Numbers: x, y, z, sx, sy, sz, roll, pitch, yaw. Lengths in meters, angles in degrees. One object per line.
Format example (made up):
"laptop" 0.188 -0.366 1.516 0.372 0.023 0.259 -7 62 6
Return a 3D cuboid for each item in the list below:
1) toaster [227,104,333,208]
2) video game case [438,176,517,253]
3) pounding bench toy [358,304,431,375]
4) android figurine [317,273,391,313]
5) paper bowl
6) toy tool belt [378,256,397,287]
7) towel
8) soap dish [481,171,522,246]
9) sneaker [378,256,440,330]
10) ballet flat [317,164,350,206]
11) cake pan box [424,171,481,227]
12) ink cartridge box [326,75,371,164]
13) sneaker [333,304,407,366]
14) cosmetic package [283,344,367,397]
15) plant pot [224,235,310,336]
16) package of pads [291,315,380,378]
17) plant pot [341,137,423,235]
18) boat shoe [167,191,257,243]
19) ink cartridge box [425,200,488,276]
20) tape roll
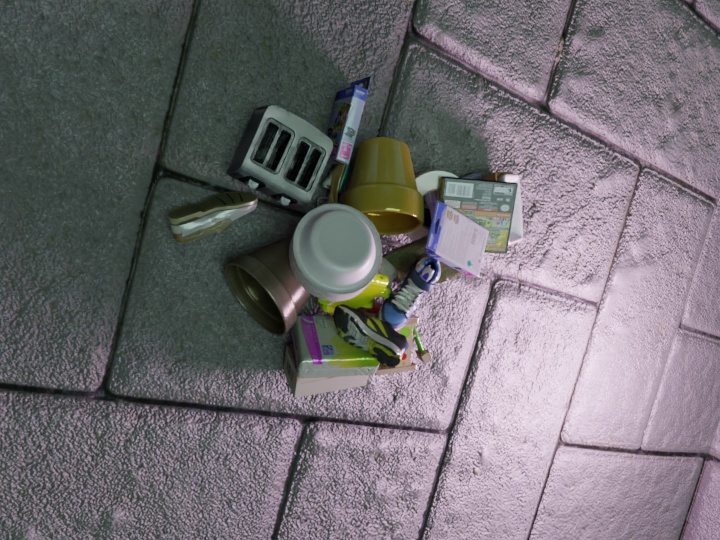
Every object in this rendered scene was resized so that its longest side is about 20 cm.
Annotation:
"toaster" -0.172 -0.257 1.149 0.179 0.118 0.203 25 89 -29
"video game case" 0.293 -0.140 1.321 0.195 0.026 0.185 3 105 -6
"pounding bench toy" 0.102 0.171 1.367 0.196 0.124 0.160 -2 101 -26
"android figurine" -0.022 0.051 1.219 0.198 0.181 0.042 16 51 -45
"paper bowl" -0.048 -0.045 1.092 0.196 0.104 0.205 6 71 -17
"toy tool belt" 0.000 0.000 1.279 0.124 0.124 0.200 -52 137 -1
"towel" 0.166 -0.021 1.341 0.149 0.198 0.037 49 38 -27
"soap dish" 0.389 -0.168 1.424 0.156 0.080 0.205 -15 102 -56
"sneaker" 0.125 0.045 1.253 0.080 0.147 0.200 38 54 8
"ballet flat" -0.071 -0.184 1.247 0.062 0.069 0.204 11 93 3
"cake pan box" 0.257 -0.156 1.420 0.197 0.052 0.188 -21 107 -21
"ink cartridge box" -0.037 -0.350 1.195 0.041 0.119 0.204 15 94 -25
"sneaker" 0.023 0.145 1.210 0.084 0.199 0.075 -37 160 -51
"cosmetic package" -0.084 0.239 1.292 0.196 0.104 0.089 -4 123 -27
"plant pot" -0.182 0.015 1.176 0.173 0.198 0.202 -44 117 -30
"package of pads" -0.064 0.179 1.242 0.196 0.156 0.069 2 127 -18
"plant pot" 0.053 -0.202 1.235 0.197 0.200 0.193 7 76 -27
"boat shoe" -0.320 -0.119 1.136 0.197 0.075 0.070 -19 128 -24
"ink cartridge box" 0.225 -0.074 1.236 0.198 0.042 0.122 24 76 -38
"tape roll" 0.194 -0.160 1.340 0.198 0.037 0.207 -2 105 -6
